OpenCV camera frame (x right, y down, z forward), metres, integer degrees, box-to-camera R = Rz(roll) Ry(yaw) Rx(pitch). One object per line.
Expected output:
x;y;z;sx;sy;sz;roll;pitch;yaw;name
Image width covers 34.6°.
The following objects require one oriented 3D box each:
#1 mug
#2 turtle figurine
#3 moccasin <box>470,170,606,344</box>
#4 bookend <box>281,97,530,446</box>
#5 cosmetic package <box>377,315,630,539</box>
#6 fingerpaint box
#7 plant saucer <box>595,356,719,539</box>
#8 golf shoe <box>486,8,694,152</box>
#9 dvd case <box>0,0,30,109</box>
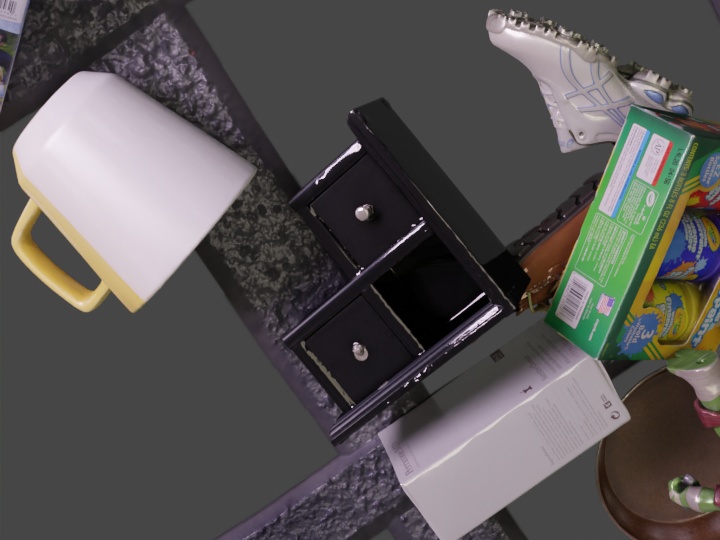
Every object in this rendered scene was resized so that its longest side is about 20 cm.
-0.197;-0.059;0.902;0.153;0.149;0.187;41;89;-10;mug
0.335;0.144;1.029;0.143;0.200;0.195;-16;105;19;turtle figurine
0.167;-0.001;1.022;0.201;0.074;0.078;-40;101;-8;moccasin
0.000;0.000;0.957;0.198;0.092;0.200;-38;91;21;bookend
0.124;0.139;1.029;0.199;0.113;0.081;-34;109;-2;cosmetic package
0.267;-0.025;0.982;0.166;0.073;0.201;3;114;-40;fingerpaint box
0.315;0.173;1.113;0.198;0.035;0.202;-3;106;-9;plant saucer
0.183;-0.148;0.980;0.199;0.078;0.098;24;106;-15;golf shoe
-0.325;-0.161;0.835;0.142;0.018;0.200;12;146;-21;dvd case
